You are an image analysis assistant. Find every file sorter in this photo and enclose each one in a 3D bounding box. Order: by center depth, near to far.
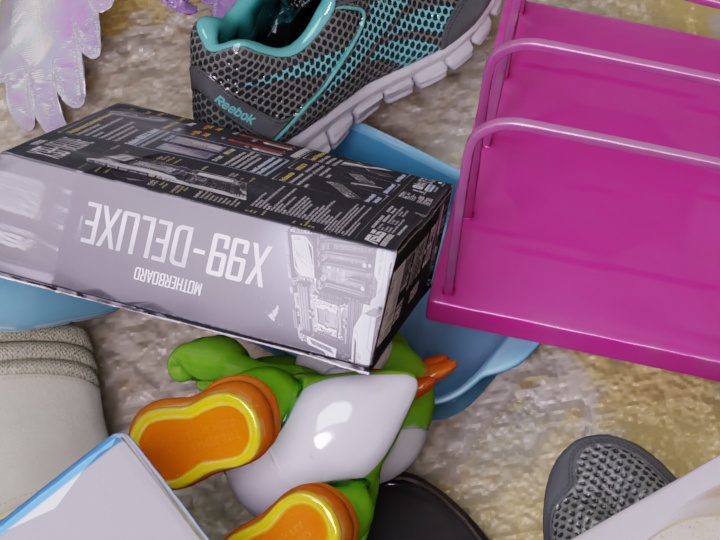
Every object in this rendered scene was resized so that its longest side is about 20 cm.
[{"bbox_3d":[0.120,-0.077,1.167,0.138,0.126,0.200,12,48,4],"label":"file sorter"}]

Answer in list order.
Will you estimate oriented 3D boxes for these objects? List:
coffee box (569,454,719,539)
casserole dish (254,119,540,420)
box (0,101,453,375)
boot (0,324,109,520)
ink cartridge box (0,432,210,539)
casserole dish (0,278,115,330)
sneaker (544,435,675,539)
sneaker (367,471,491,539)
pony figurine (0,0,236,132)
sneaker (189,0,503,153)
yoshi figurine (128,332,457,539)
[{"bbox_3d":[0.130,0.135,0.913,0.199,0.080,0.115,-30,55,0],"label":"coffee box"},{"bbox_3d":[0.000,0.000,1.220,0.199,0.039,0.121,27,63,25],"label":"casserole dish"},{"bbox_3d":[-0.052,-0.019,1.093,0.157,0.200,0.050,14,101,5],"label":"box"},{"bbox_3d":[-0.192,0.108,1.158,0.199,0.072,0.155,-17,54,-8],"label":"boot"},{"bbox_3d":[-0.127,0.146,0.992,0.145,0.200,0.084,-39,88,-14],"label":"ink cartridge box"},{"bbox_3d":[-0.180,-0.013,1.211,0.199,0.039,0.121,16,17,36],"label":"casserole dish"},{"bbox_3d":[0.119,0.139,1.055,0.077,0.091,0.201,-15,53,-2],"label":"sneaker"},{"bbox_3d":[0.038,0.140,1.068,0.075,0.106,0.200,-22,53,-6],"label":"sneaker"},{"bbox_3d":[-0.100,-0.176,1.294,0.166,0.200,0.194,-2,70,1],"label":"pony figurine"},{"bbox_3d":[-0.005,-0.121,1.232,0.077,0.091,0.200,27,56,31],"label":"sneaker"},{"bbox_3d":[-0.033,0.073,1.067,0.112,0.113,0.200,16,14,13],"label":"yoshi figurine"}]
